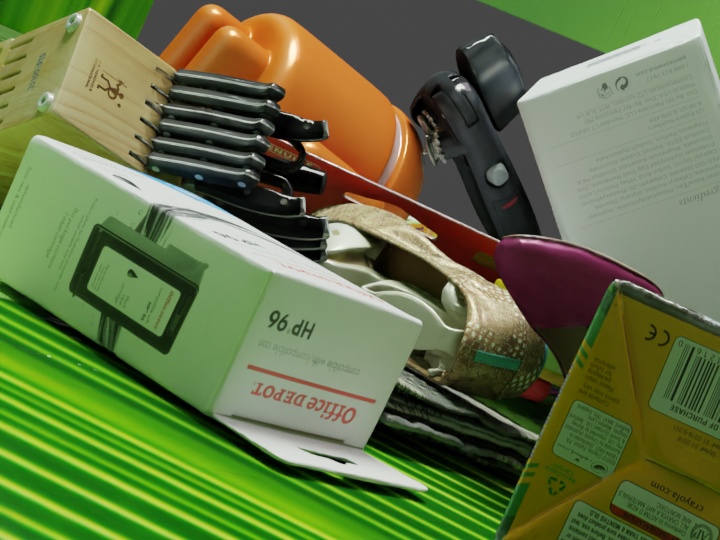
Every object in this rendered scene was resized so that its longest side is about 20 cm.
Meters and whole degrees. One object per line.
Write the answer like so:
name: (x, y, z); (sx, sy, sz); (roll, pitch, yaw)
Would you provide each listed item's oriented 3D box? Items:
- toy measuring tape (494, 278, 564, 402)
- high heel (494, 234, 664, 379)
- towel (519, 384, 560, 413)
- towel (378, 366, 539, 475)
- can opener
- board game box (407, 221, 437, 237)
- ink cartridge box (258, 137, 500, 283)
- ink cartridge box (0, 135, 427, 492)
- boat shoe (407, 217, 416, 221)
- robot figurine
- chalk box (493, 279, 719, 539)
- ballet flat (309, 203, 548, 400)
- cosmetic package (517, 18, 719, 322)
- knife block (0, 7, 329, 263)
toy measuring tape: (0.127, 0.049, 1.069); (0.199, 0.074, 0.074); (24, 4, -22)
high heel: (0.120, 0.059, 0.949); (0.067, 0.097, 0.200); (-2, -28, 44)
towel: (0.208, 0.102, 1.288); (0.199, 0.023, 0.143); (7, -16, 47)
towel: (-0.009, 0.053, 1.014); (0.192, 0.035, 0.200); (26, 1, -43)
can opener: (0.086, -0.061, 1.259); (0.201, 0.078, 0.064); (66, -1, -45)
board game box: (0.097, 0.012, 1.391); (0.199, 0.030, 0.095); (22, -10, -30)
ink cartridge box: (0.000, 0.000, 1.150); (0.199, 0.045, 0.176); (25, -18, -3)
ink cartridge box: (-0.056, 0.018, 0.846); (0.199, 0.068, 0.116); (29, 6, 36)
boat shoe: (0.021, -0.011, 1.440); (0.200, 0.075, 0.062); (38, -6, -24)
robot figurine: (-0.040, -0.083, 1.225); (0.200, 0.117, 0.143); (37, -30, -33)
chalk box: (0.157, 0.090, 0.861); (0.124, 0.125, 0.200); (26, 3, 19)
ballet flat: (0.012, 0.009, 1.019); (0.065, 0.071, 0.199); (9, 10, -45)
cosmetic package: (0.194, -0.043, 1.252); (0.199, 0.122, 0.201); (-43, 113, -76)
knife block: (-0.114, -0.053, 1.005); (0.199, 0.064, 0.175); (-12, -38, 43)
